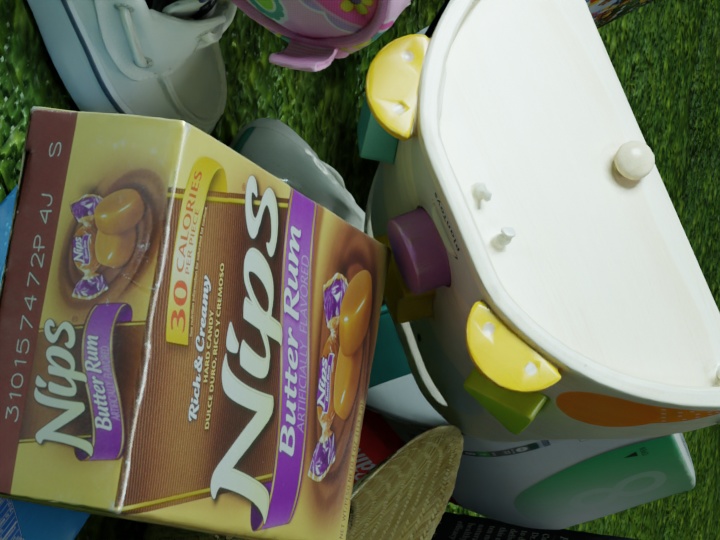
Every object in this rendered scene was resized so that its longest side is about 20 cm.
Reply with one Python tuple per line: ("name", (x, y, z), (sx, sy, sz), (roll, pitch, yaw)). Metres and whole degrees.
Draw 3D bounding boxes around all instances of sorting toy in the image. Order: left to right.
("sorting toy", (0.048, -0.006, 0.816), (0.200, 0.107, 0.180), (68, -20, 10))

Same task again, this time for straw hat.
("straw hat", (-0.048, 0.127, 0.873), (0.201, 0.085, 0.201), (-48, 159, -24))

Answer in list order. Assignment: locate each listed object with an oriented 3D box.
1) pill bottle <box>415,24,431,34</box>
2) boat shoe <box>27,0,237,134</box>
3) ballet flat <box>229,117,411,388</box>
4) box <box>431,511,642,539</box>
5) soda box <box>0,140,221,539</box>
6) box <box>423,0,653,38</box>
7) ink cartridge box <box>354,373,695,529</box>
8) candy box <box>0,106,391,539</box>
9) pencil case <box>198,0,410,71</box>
("pill bottle", (0.081, -0.029, 1.041), (0.114, 0.114, 0.200), (59, 7, -60))
("boat shoe", (-0.078, -0.103, 0.746), (0.200, 0.065, 0.074), (58, 42, -60))
("ballet flat", (0.000, 0.000, 0.951), (0.200, 0.069, 0.070), (48, 49, -39))
("box", (0.064, 0.241, 1.062), (0.124, 0.196, 0.200), (-56, 147, -53))
("soda box", (-0.110, 0.030, 0.694), (0.200, 0.068, 0.064), (-59, 148, -50))
("box", (0.113, -0.149, 0.932), (0.038, 0.136, 0.200), (62, -13, 5))
("ink cartridge box", (0.050, 0.092, 0.967), (0.161, 0.200, 0.050), (53, 18, -63))
("candy box", (-0.051, 0.028, 0.675), (0.200, 0.056, 0.117), (28, 70, -68))
("pencil case", (0.024, -0.149, 0.745), (0.200, 0.087, 0.088), (-44, 138, -42))
